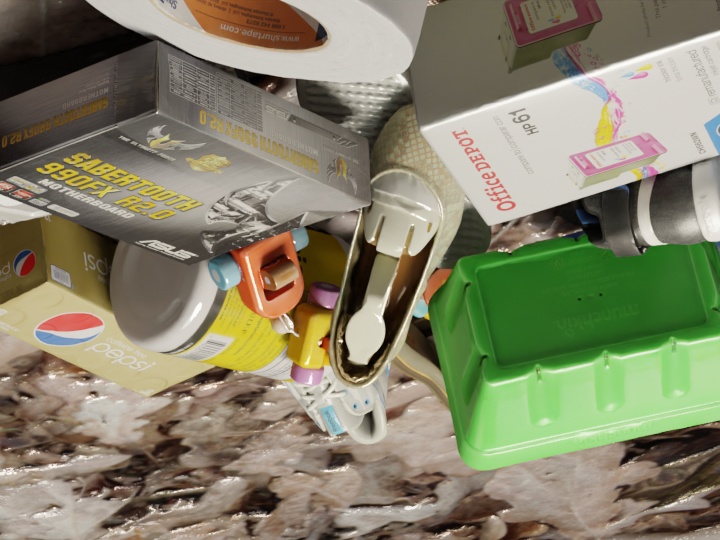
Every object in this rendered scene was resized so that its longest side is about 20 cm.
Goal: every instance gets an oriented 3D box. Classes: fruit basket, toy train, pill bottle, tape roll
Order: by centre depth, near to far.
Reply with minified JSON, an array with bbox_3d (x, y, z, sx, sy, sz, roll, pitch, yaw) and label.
[{"bbox_3d":[-0.059,-0.169,1.460,0.199,0.067,0.200,13,167,3],"label":"tape roll"},{"bbox_3d":[0.150,0.048,1.770,0.214,0.156,0.216,-10,155,-5],"label":"fruit basket"},{"bbox_3d":[0.000,0.000,1.782,0.199,0.056,0.151,-26,124,-26],"label":"toy train"},{"bbox_3d":[-0.066,0.018,1.850,0.199,0.112,0.111,16,143,-41],"label":"pill bottle"}]

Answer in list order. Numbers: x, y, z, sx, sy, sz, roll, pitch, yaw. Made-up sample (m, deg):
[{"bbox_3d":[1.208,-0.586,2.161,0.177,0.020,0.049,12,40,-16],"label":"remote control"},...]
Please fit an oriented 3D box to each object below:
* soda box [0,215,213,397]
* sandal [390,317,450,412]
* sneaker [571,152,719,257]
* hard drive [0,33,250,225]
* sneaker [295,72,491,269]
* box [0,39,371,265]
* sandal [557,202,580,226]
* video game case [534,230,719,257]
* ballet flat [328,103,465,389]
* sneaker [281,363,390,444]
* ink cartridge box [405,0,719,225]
[{"bbox_3d":[-0.187,0.024,1.869,0.067,0.064,0.200,-24,149,24],"label":"soda box"},{"bbox_3d":[0.064,0.061,2.038,0.054,0.080,0.200,-40,142,8],"label":"sandal"},{"bbox_3d":[0.187,-0.074,1.695,0.111,0.200,0.073,-9,112,18],"label":"sneaker"},{"bbox_3d":[-0.166,-0.092,1.688,0.199,0.038,0.140,-14,153,4],"label":"hard drive"},{"bbox_3d":[0.020,-0.093,1.723,0.078,0.080,0.200,-22,126,17],"label":"sneaker"},{"bbox_3d":[-0.114,-0.067,1.630,0.158,0.049,0.200,-16,155,35],"label":"box"},{"bbox_3d":[0.232,-0.059,1.894,0.199,0.043,0.076,-5,171,-13],"label":"sandal"},{"bbox_3d":[0.256,-0.012,1.902,0.181,0.046,0.199,3,169,-41],"label":"video game case"},{"bbox_3d":[0.023,-0.009,1.689,0.067,0.062,0.201,16,122,5],"label":"ballet flat"},{"bbox_3d":[-0.027,0.076,2.005,0.075,0.087,0.200,-22,150,23],"label":"sneaker"},{"bbox_3d":[0.138,-0.115,1.573,0.199,0.085,0.145,-16,152,14],"label":"ink cartridge box"}]
